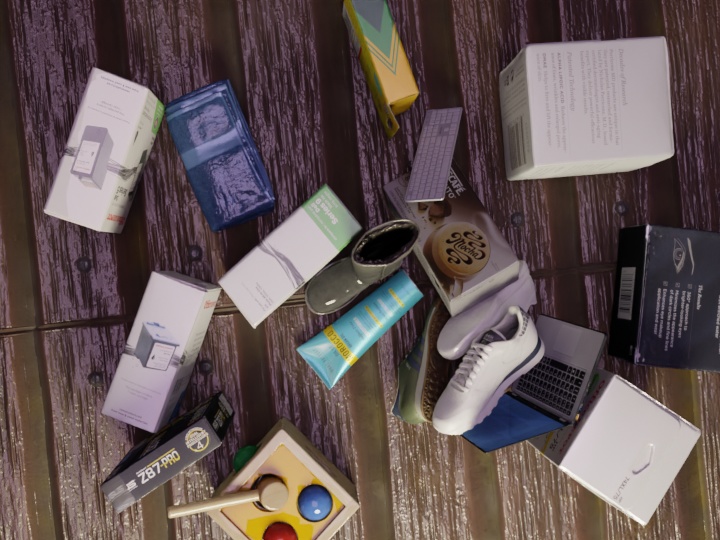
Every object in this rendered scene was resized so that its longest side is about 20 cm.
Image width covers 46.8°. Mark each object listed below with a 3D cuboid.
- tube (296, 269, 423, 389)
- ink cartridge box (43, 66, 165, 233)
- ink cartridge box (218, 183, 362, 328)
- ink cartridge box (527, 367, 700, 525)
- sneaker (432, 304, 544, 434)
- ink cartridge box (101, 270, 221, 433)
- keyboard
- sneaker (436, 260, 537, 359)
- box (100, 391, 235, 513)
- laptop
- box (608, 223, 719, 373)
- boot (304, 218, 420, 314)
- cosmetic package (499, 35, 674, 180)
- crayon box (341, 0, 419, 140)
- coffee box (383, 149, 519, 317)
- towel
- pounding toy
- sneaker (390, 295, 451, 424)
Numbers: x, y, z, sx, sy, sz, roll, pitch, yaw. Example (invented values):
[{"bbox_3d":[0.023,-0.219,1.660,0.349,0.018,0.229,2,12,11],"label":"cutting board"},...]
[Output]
[{"bbox_3d":[0.004,0.082,1.235,0.199,0.050,0.078,-41,85,3],"label":"tube"},{"bbox_3d":[-0.351,-0.159,1.158,0.083,0.145,0.203,19,90,-5],"label":"ink cartridge box"},{"bbox_3d":[-0.098,-0.021,1.173,0.199,0.146,0.084,-42,93,-2],"label":"ink cartridge box"},{"bbox_3d":[0.345,0.232,1.175,0.145,0.200,0.148,33,88,-3],"label":"ink cartridge box"},{"bbox_3d":[0.163,0.135,1.136,0.200,0.076,0.081,-46,130,-14],"label":"sneaker"},{"bbox_3d":[-0.273,0.107,1.164,0.084,0.146,0.204,18,89,-1],"label":"ink cartridge box"},{"bbox_3d":[0.106,-0.167,1.183,0.055,0.202,0.011,-6,135,24],"label":"keyboard"},{"bbox_3d":[0.195,0.077,1.208,0.200,0.075,0.089,-41,113,-26],"label":"sneaker"},{"bbox_3d":[-0.256,0.241,1.140,0.160,0.200,0.050,-35,94,-1],"label":"box"},{"bbox_3d":[0.219,0.150,1.163,0.114,0.187,0.203,21,89,-17],"label":"laptop"},{"bbox_3d":[0.484,0.043,1.224,0.196,0.117,0.201,6,90,-2],"label":"box"},{"bbox_3d":[-0.002,-0.001,1.152,0.181,0.200,0.073,-36,92,-3],"label":"boot"},{"bbox_3d":[0.315,-0.225,1.188,0.196,0.165,0.169,-5,90,-4],"label":"cosmetic package"},{"bbox_3d":[0.032,-0.297,1.191,0.050,0.127,0.203,-20,93,-3],"label":"crayon box"},{"bbox_3d":[0.128,-0.054,1.186,0.112,0.080,0.202,-28,68,-1],"label":"coffee box"},{"bbox_3d":[-0.205,-0.165,1.216,0.110,0.049,0.203,-22,92,-2],"label":"towel"},{"bbox_3d":[-0.133,0.324,1.176,0.200,0.142,0.184,44,87,-3],"label":"pounding toy"},{"bbox_3d":[0.091,0.129,1.224,0.067,0.089,0.203,31,59,-29],"label":"sneaker"}]
